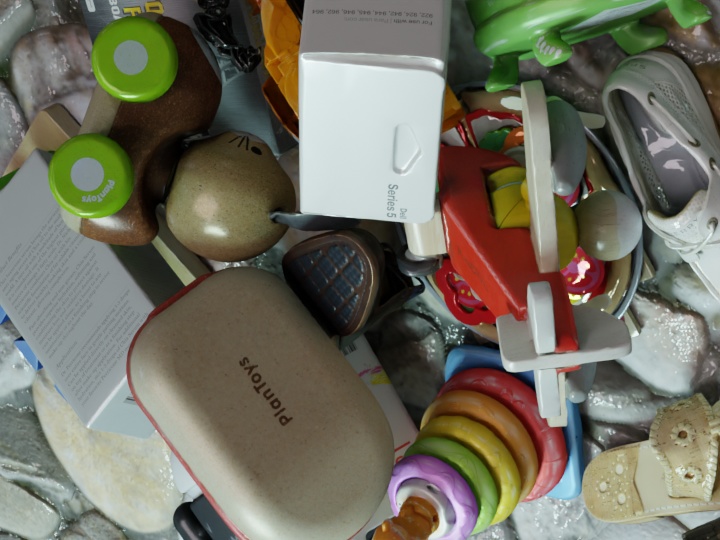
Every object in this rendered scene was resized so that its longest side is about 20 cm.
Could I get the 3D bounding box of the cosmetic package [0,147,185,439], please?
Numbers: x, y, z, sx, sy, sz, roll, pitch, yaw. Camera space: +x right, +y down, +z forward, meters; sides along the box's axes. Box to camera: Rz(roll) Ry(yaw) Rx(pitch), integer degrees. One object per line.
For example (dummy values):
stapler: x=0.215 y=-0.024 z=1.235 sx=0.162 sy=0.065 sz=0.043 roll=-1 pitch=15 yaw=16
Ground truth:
cosmetic package: x=-0.196 y=0.016 z=1.400 sx=0.102 sy=0.071 sz=0.200 roll=-50 pitch=57 yaw=15

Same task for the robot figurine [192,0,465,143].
robot figurine: x=-0.023 y=-0.160 z=1.286 sx=0.144 sy=0.058 sz=0.201 roll=-32 pitch=78 yaw=2

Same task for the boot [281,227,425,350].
boot: x=0.000 y=0.000 z=1.318 sx=0.075 sy=0.097 sz=0.200 roll=51 pitch=155 yaw=7

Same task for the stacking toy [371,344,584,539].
stacking toy: x=0.063 y=0.148 z=1.328 sx=0.109 sy=0.200 sz=0.117 roll=10 pitch=124 yaw=33

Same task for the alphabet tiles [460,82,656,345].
alphabet tiles: x=0.109 y=-0.029 z=1.327 sx=0.166 sy=0.006 sz=0.201 roll=-24 pitch=98 yaw=43

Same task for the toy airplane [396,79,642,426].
toy airplane: x=0.118 y=-0.007 z=1.191 sx=0.200 sy=0.140 sz=0.200 roll=139 pitch=110 yaw=-73

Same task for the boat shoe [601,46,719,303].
boat shoe: x=0.207 y=-0.039 z=1.200 sx=0.071 sy=0.069 sz=0.201 roll=-30 pitch=95 yaw=40

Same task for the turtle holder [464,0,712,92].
turtle holder: x=0.124 y=-0.189 z=1.155 sx=0.140 sy=0.186 sz=0.133 roll=-17 pitch=90 yaw=6

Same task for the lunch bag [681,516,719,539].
lunch bag: x=0.307 y=0.222 z=1.235 sx=0.199 sy=0.117 sz=0.165 roll=-26 pitch=97 yaw=39

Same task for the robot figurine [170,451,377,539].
robot figurine: x=-0.060 y=0.178 z=1.500 sx=0.200 sy=0.150 sz=0.125 roll=53 pitch=161 yaw=1

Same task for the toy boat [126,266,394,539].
toy boat: x=-0.069 y=0.103 z=1.307 sx=0.200 sy=0.130 sz=0.131 roll=53 pitch=163 yaw=6

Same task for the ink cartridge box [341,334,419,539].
ink cartridge box: x=-0.027 y=0.122 z=1.419 sx=0.201 sy=0.115 sz=0.068 roll=60 pitch=160 yaw=5

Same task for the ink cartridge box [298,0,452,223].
ink cartridge box: x=0.012 y=-0.150 z=1.141 sx=0.083 sy=0.201 sz=0.146 roll=4 pitch=144 yaw=2

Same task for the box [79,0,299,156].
box: x=-0.128 y=-0.182 z=1.401 sx=0.158 sy=0.048 sz=0.201 roll=3 pitch=116 yaw=38

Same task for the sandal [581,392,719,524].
sandal: x=0.209 y=0.124 z=1.273 sx=0.211 sy=0.069 sz=0.078 roll=-30 pitch=60 yaw=46

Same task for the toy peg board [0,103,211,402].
toy peg board: x=-0.252 y=0.010 z=1.573 sx=0.200 sy=0.098 sz=0.199 roll=48 pitch=133 yaw=7

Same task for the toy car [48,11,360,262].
toy car: x=-0.091 y=-0.071 z=1.301 sx=0.199 sy=0.164 sz=0.159 roll=21 pitch=90 yaw=0

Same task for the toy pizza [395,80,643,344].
toy pizza: x=0.099 y=-0.031 z=1.308 sx=0.199 sy=0.032 sz=0.201 roll=19 pitch=124 yaw=30
